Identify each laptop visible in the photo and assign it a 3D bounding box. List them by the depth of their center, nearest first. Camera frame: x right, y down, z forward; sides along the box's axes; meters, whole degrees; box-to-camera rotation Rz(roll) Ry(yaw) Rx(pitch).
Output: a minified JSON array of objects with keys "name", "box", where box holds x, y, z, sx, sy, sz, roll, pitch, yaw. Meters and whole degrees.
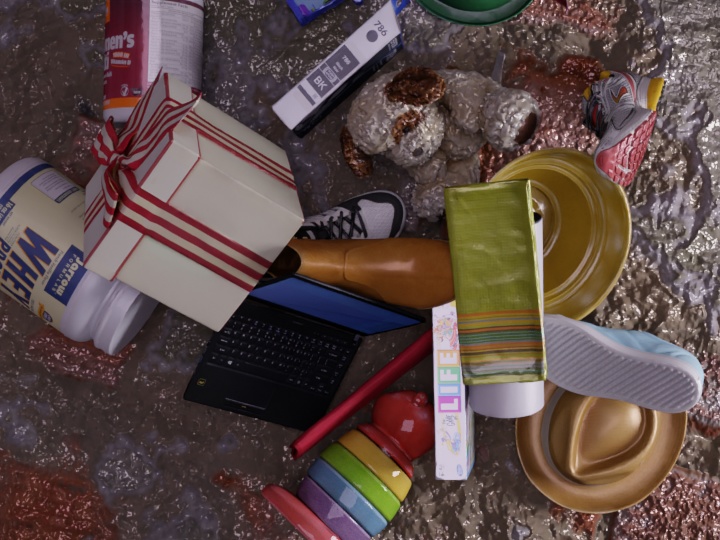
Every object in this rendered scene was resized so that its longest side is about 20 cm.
[{"name":"laptop","box":[-0.060,0.093,1.264,0.176,0.103,0.202,20,105,-32]}]

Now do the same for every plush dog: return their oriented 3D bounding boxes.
[{"name":"plush dog","box":[0.066,-0.164,1.275,0.170,0.200,0.162,1,58,-35]}]

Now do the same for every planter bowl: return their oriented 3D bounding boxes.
[{"name":"planter bowl","box":[0.186,-0.041,1.298,0.197,0.083,0.203,-6,109,-17]}]

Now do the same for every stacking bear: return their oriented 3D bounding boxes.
[{"name":"stacking bear","box":[0.008,0.216,1.314,0.113,0.122,0.200,35,78,35]}]

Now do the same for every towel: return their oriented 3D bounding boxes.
[{"name":"towel","box":[0.131,0.014,1.160,0.085,0.018,0.203,-6,105,4]}]

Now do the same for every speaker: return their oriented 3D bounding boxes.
[{"name":"speaker","box":[0.147,0.045,1.217,0.080,0.081,0.203,-2,106,4]}]

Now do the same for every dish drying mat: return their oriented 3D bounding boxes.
[{"name":"dish drying mat","box":[0.003,0.134,1.302,0.199,0.077,0.018,-37,80,-15]}]

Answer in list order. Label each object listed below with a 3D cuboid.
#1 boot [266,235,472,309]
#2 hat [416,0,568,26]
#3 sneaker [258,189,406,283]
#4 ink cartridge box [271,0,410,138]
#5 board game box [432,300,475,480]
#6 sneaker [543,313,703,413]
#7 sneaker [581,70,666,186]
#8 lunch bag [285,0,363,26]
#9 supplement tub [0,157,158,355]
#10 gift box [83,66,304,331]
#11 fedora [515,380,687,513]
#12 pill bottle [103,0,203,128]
[{"name":"boot","box":[0.000,-0.001,1.208,0.143,0.200,0.072,5,87,-40]},{"name":"hat","box":[0.134,-0.356,1.270,0.197,0.176,0.168,14,91,4]},{"name":"sneaker","box":[-0.040,-0.030,1.327,0.198,0.088,0.076,-25,86,2]},{"name":"ink cartridge box","box":[-0.009,-0.227,1.320,0.200,0.099,0.039,-43,87,4]},{"name":"board game box","box":[0.102,0.113,1.292,0.034,0.134,0.203,-1,89,9]},{"name":"sneaker","box":[0.263,0.092,1.260,0.198,0.082,0.075,22,112,18]},{"name":"sneaker","box":[0.267,-0.153,1.268,0.081,0.200,0.079,18,122,10]},{"name":"lunch bag","box":[-0.049,-0.385,1.331,0.150,0.094,0.201,-32,92,5]},{"name":"supplement tub","box":[-0.319,-0.014,1.317,0.199,0.145,0.146,34,92,4]},{"name":"gift box","box":[-0.176,-0.088,1.225,0.185,0.185,0.201,28,107,-27]},{"name":"fedora","box":[0.265,0.172,1.306,0.197,0.082,0.204,0,90,5]},{"name":"pill bottle","box":[-0.228,-0.260,1.330,0.108,0.110,0.203,1,90,4]}]
